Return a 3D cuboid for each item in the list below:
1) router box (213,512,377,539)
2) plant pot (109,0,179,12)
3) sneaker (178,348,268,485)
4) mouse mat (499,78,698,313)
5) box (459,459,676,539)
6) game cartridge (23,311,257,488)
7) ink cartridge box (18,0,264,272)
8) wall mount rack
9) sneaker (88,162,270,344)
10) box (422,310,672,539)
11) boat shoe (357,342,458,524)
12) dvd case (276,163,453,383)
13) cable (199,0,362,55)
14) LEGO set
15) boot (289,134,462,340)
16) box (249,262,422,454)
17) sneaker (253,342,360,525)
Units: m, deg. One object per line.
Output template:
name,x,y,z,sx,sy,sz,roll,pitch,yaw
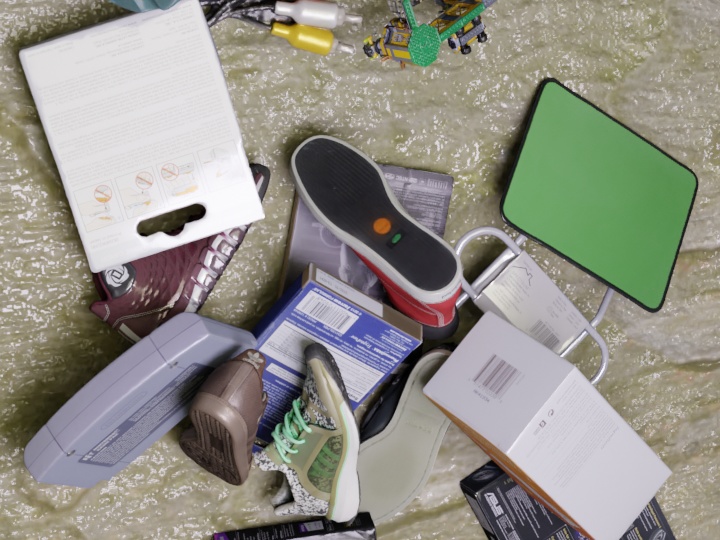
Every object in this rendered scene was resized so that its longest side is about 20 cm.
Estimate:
router box,-0.050,0.332,1.783,0.149,0.051,0.201,-7,101,-5
plant pot,-0.143,-0.319,1.529,0.200,0.200,0.196,52,57,-19
sneaker,-0.107,0.129,1.679,0.070,0.200,0.076,35,70,4
mouse mat,0.227,-0.070,1.824,0.200,0.008,0.161,30,64,-20
box,0.209,0.248,1.880,0.160,0.044,0.200,-33,108,-12
game cartridge,-0.189,0.110,1.651,0.200,0.133,0.042,-40,66,9
ink cartridge box,-0.185,-0.118,1.659,0.162,0.050,0.200,-18,101,-6
wall mount rack,0.169,0.011,1.817,0.174,0.075,0.200,-45,110,-4
sneaker,-0.168,-0.030,1.690,0.115,0.076,0.200,31,74,-3
box,0.168,0.144,1.725,0.098,0.124,0.200,-50,133,-5
boat shoe,0.041,0.147,1.791,0.074,0.066,0.200,24,113,-1
dvd case,0.000,0.000,1.781,0.148,0.016,0.200,8,95,-22
cable,-0.098,-0.234,1.690,0.200,0.050,0.097,-4,103,-19
LEGO set,0.028,-0.280,1.692,0.154,0.116,0.200,-45,125,-22
boot,0.013,-0.024,1.738,0.072,0.144,0.200,-40,72,-12
box,-0.052,0.091,1.733,0.121,0.032,0.200,30,122,-20
sneaker,-0.049,0.152,1.701,0.088,0.077,0.200,-11,127,-11
